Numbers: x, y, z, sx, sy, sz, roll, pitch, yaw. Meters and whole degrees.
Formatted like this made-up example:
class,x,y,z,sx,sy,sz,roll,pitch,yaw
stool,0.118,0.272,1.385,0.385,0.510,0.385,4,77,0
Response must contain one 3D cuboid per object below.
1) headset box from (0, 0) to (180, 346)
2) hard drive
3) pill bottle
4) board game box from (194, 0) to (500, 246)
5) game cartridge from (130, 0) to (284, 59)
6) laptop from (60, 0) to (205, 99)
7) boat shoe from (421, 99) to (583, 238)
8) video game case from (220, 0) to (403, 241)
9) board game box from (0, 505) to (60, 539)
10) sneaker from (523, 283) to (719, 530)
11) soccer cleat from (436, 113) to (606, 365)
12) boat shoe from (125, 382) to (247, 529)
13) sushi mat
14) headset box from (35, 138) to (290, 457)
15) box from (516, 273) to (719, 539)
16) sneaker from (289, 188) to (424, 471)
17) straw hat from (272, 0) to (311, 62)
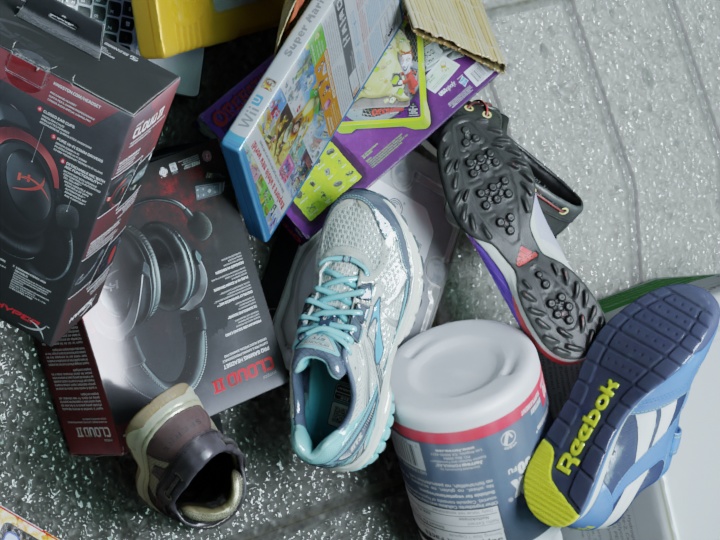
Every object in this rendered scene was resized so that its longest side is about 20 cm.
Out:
class,x,y,z,sx,sy,sz,roll,pitch,yaw
headset box,-0.211,-0.077,1.476,0.148,0.201,0.075,27,30,8
hard drive,0.000,0.000,1.761,0.139,0.038,0.201,30,70,-32
pill bottle,0.092,0.148,1.752,0.120,0.119,0.201,-39,130,-31
board game box,-0.008,-0.125,1.718,0.200,0.032,0.120,-41,92,-18
game cartridge,-0.095,-0.251,1.661,0.200,0.032,0.177,-25,111,-53
laptop,-0.166,-0.232,1.596,0.199,0.116,0.188,11,82,-27
boat shoe,0.085,-0.101,1.786,0.201,0.063,0.074,46,19,-10
video game case,-0.030,-0.132,1.629,0.200,0.018,0.143,-59,164,-18
board game box,-0.233,0.248,1.567,0.200,0.046,0.152,36,67,-30
sneaker,0.195,0.100,1.697,0.082,0.074,0.200,29,97,-48
soccer cleat,0.111,-0.020,1.738,0.068,0.073,0.201,-29,84,-11
boat shoe,-0.109,0.141,1.590,0.072,0.200,0.065,-34,67,-12
sushi mat,0.051,-0.236,1.757,0.095,0.012,0.201,18,43,-38
headset box,-0.145,0.027,1.626,0.148,0.077,0.201,-22,99,-36
box,0.239,0.118,1.849,0.198,0.171,0.201,-17,98,-36
sneaker,-0.009,0.043,1.645,0.086,0.077,0.201,-2,97,-66
straw hat,-0.045,-0.237,1.628,0.085,0.201,0.201,29,66,5
